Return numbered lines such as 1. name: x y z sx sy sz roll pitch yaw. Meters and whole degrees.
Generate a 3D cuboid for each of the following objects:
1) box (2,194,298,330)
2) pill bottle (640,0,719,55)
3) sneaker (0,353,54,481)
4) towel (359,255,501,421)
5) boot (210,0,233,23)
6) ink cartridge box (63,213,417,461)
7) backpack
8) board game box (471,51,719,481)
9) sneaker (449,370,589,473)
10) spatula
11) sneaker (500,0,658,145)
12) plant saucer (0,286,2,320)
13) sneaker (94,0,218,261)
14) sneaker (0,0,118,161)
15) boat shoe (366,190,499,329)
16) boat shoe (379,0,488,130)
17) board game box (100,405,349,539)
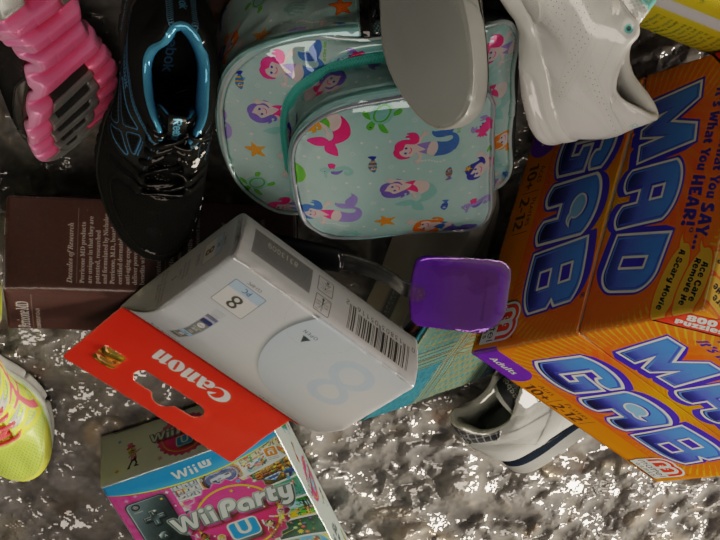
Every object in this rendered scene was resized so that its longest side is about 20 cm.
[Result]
1. box: -0.148 -0.002 1.183 0.200 0.075 0.100 3 162 -8
2. pill bottle: 0.231 -0.198 1.089 0.200 0.113 0.113 18 122 -20
3. sneaker: -0.289 0.097 1.249 0.078 0.090 0.200 -21 127 6
4. towel: 0.079 0.039 1.224 0.200 0.022 0.147 -14 144 -56
5. boot: -0.101 -0.261 1.044 0.166 0.072 0.200 21 118 -37
6. ink cartridge box: -0.085 0.065 1.136 0.160 0.047 0.200 36 127 -26
7. backpack: 0.003 -0.111 1.103 0.200 0.151 0.178 0 141 2
8. board game box: 0.233 0.003 1.133 0.200 0.200 0.200 35 150 -30
9. sneaker: 0.161 0.081 1.302 0.080 0.076 0.200 33 115 -33
10. spatula: 0.000 0.000 1.116 0.200 0.021 0.057 14 121 17
11. sneaker: 0.130 -0.170 1.006 0.088 0.075 0.200 -2 126 27
12. plant saucer: -0.334 -0.062 1.112 0.200 0.048 0.200 7 133 30
13. sneaker: -0.129 -0.087 1.068 0.073 0.082 0.200 -3 121 -13
14. sneaker: -0.221 -0.156 1.094 0.079 0.095 0.200 -42 152 -25
15. boat shoe: 0.061 0.009 1.251 0.068 0.072 0.200 3 121 -36
16. boat shoe: 0.048 -0.181 0.999 0.064 0.200 0.071 -5 169 -43
17. board game box: -0.104 0.199 1.366 0.147 0.064 0.200 -20 125 7
